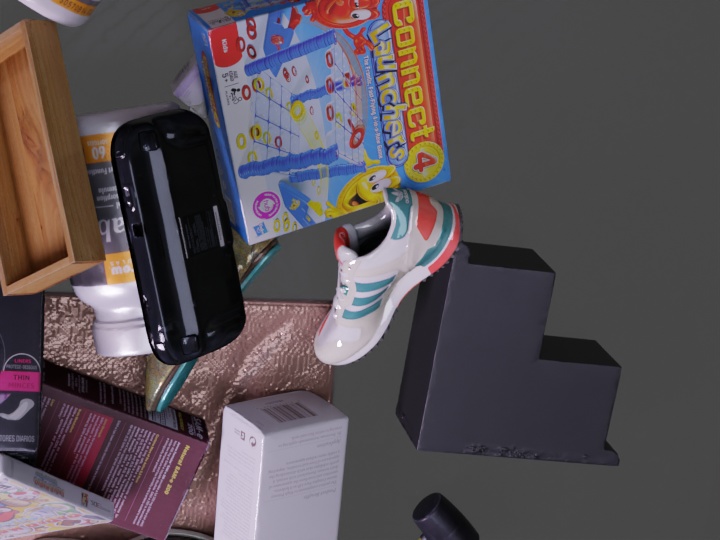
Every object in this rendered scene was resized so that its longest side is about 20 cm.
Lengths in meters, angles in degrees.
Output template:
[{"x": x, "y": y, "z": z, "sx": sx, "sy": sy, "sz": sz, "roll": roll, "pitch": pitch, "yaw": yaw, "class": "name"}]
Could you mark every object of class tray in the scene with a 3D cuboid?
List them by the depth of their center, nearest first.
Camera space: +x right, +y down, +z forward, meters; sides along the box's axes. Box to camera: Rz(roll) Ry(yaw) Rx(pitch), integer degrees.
[{"x": -0.266, "y": -0.090, "z": 1.404, "sx": 0.037, "sy": 0.098, "sz": 0.201, "roll": -2, "pitch": 75, "yaw": -47, "class": "tray"}]

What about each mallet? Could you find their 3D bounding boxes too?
[{"x": 0.031, "y": 0.304, "z": 1.696, "sx": 0.066, "sy": 0.041, "sz": 0.200, "roll": 39, "pitch": 102, "yaw": -16, "class": "mallet"}]

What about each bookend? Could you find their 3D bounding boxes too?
[{"x": 0.151, "y": 0.066, "z": 1.605, "sx": 0.198, "sy": 0.092, "sz": 0.201, "roll": 5, "pitch": 106, "yaw": -14, "class": "bookend"}]

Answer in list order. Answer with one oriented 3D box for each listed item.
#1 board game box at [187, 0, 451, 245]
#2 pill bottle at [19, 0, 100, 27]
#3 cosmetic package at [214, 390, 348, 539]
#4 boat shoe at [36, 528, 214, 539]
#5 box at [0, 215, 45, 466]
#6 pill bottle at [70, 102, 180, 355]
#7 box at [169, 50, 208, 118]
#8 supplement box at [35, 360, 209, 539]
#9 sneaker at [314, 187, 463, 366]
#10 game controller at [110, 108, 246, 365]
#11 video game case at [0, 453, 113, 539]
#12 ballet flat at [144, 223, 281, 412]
[{"x": -0.031, "y": -0.146, "z": 1.486, "sx": 0.195, "sy": 0.056, "sz": 0.201, "roll": -19, "pitch": 119, "yaw": -16, "class": "board game box"}, {"x": -0.219, "y": -0.306, "z": 1.397, "sx": 0.116, "sy": 0.116, "sz": 0.200, "roll": 33, "pitch": 100, "yaw": -19, "class": "pill bottle"}, {"x": -0.076, "y": 0.221, "z": 1.610, "sx": 0.101, "sy": 0.074, "sz": 0.201, "roll": -7, "pitch": 113, "yaw": -37, "class": "cosmetic package"}, {"x": -0.219, "y": 0.287, "z": 1.628, "sx": 0.200, "sy": 0.061, "sz": 0.072, "roll": -1, "pitch": 108, "yaw": -10, "class": "boat shoe"}, {"x": -0.327, "y": 0.060, "z": 1.461, "sx": 0.122, "sy": 0.106, "sz": 0.201, "roll": 1, "pitch": 75, "yaw": -12, "class": "box"}, {"x": -0.192, "y": -0.036, "z": 1.468, "sx": 0.116, "sy": 0.116, "sz": 0.201, "roll": -10, "pitch": 97, "yaw": -7, "class": "pill bottle"}, {"x": -0.088, "y": -0.220, "z": 1.492, "sx": 0.039, "sy": 0.041, "sz": 0.200, "roll": 36, "pitch": 98, "yaw": -21, "class": "box"}, {"x": -0.249, "y": 0.158, "z": 1.579, "sx": 0.199, "sy": 0.061, "sz": 0.109, "roll": 23, "pitch": 103, "yaw": -16, "class": "supplement box"}, {"x": 0.000, "y": 0.000, "z": 1.541, "sx": 0.093, "sy": 0.071, "sz": 0.200, "roll": 23, "pitch": 124, "yaw": -29, "class": "sneaker"}, {"x": -0.145, "y": -0.028, "z": 1.405, "sx": 0.042, "sy": 0.104, "sz": 0.201, "roll": -4, "pitch": 102, "yaw": 32, "class": "game controller"}, {"x": -0.343, "y": 0.203, "z": 1.500, "sx": 0.199, "sy": 0.023, "sz": 0.182, "roll": -12, "pitch": 156, "yaw": 19, "class": "video game case"}, {"x": -0.149, "y": 0.033, "z": 1.559, "sx": 0.071, "sy": 0.071, "sz": 0.200, "roll": 32, "pitch": 101, "yaw": -19, "class": "ballet flat"}]
